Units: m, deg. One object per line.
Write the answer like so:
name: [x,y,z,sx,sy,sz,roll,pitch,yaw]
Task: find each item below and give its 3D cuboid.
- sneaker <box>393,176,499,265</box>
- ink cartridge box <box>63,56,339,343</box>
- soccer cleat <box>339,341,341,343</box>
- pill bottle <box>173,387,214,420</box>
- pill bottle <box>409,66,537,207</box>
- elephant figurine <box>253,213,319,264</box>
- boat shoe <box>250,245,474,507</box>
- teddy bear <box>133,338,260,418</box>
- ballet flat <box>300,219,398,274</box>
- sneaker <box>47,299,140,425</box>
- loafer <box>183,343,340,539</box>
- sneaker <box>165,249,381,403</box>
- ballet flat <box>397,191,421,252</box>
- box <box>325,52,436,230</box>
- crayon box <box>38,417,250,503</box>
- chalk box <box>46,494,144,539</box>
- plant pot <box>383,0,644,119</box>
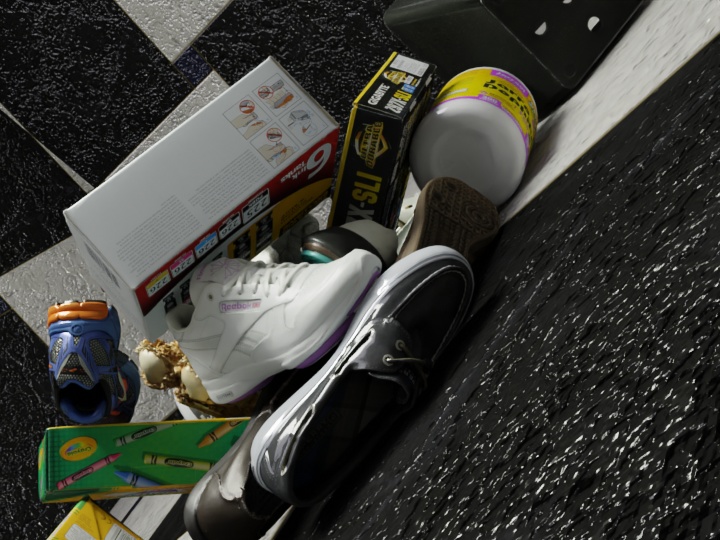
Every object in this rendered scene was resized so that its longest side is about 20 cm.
sneaker: [0.053,-0.009,0.842,0.076,0.070,0.200,-53,1,31]
ink cartridge box: [-0.119,-0.045,0.860,0.200,0.084,0.176,-41,-12,-16]
soccer cleat: [-0.042,0.063,0.926,0.081,0.068,0.200,-17,-26,-20]
pill bottle: [-0.106,0.098,1.201,0.200,0.111,0.111,-45,6,13]
pill bottle: [0.113,-0.132,1.018,0.104,0.104,0.200,-48,6,26]
elephant figurine: [-0.092,0.020,1.065,0.155,0.141,0.201,-46,41,32]
boat shoe: [0.010,0.069,0.690,0.200,0.070,0.066,-45,27,-9]
teddy bear: [-0.137,0.109,1.056,0.145,0.200,0.067,6,71,43]
ballet flat: [0.000,0.000,0.863,0.069,0.068,0.200,-58,-20,-15]
sneaker: [-0.239,0.102,0.940,0.200,0.075,0.079,90,180,-60]
loafer: [-0.045,0.124,0.779,0.071,0.073,0.200,-27,22,46]
sneaker: [-0.070,0.027,0.766,0.200,0.100,0.075,-32,9,38]
ballet flat: [0.041,-0.042,1.236,0.200,0.064,0.067,-49,5,10]
box: [0.013,-0.078,0.976,0.160,0.049,0.201,-65,-10,-60]
crayon box: [-0.188,0.173,0.982,0.119,0.199,0.059,140,127,-66]
chalk box: [-0.253,0.312,0.878,0.200,0.124,0.124,-50,4,11]
plant pot: [0.176,-0.277,1.127,0.200,0.199,0.177,-50,15,-4]
